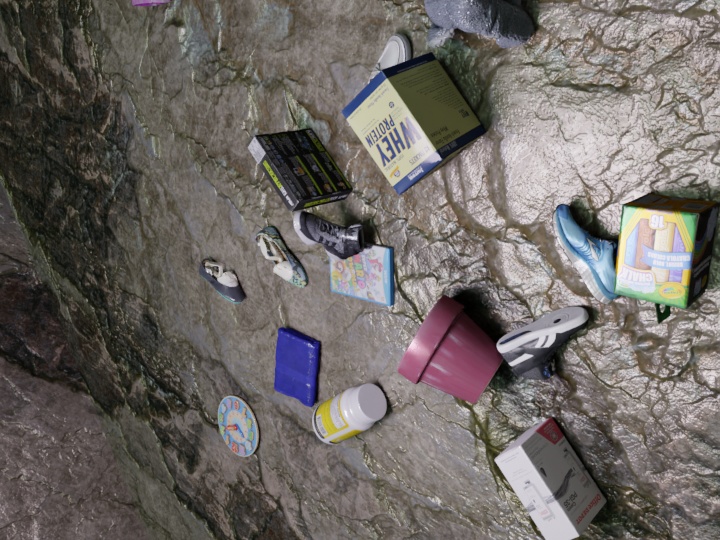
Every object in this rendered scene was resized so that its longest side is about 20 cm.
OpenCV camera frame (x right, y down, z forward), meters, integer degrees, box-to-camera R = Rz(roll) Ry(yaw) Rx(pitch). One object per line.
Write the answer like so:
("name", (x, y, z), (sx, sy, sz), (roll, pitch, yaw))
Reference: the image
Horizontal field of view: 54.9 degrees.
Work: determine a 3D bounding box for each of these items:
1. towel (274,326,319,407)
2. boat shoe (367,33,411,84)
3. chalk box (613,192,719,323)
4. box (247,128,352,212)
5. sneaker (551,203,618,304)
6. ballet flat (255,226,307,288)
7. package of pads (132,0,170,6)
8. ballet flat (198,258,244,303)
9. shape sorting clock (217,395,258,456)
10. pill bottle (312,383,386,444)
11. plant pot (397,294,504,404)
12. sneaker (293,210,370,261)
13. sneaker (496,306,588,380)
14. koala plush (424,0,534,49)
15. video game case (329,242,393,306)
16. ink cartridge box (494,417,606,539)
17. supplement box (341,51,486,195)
("towel", (-0.175, 0.268, 1.947), (0.146, 0.049, 0.203), (19, 116, 30))
("boat shoe", (0.049, -0.411, 1.502), (0.072, 0.065, 0.202), (41, 128, 25))
("chalk box", (0.509, -0.015, 1.164), (0.123, 0.124, 0.203), (15, 112, 38))
("box", (-0.141, -0.243, 1.645), (0.048, 0.192, 0.201), (-45, 74, 38))
("sneaker", (0.430, -0.043, 1.281), (0.090, 0.078, 0.201), (-36, 81, 24))
("ballet flat", (-0.221, -0.028, 1.875), (0.201, 0.074, 0.074), (53, 132, 16))
("package of pads", (-0.598, -0.853, 1.952), (0.120, 0.075, 0.203), (13, 112, 41))
("ballet flat", (-0.416, 0.023, 2.073), (0.199, 0.073, 0.074), (34, 124, 33))
("shape sorting clock", (-0.396, 0.501, 2.228), (0.198, 0.039, 0.203), (15, 114, 39))
("pill bottle", (-0.028, 0.369, 1.792), (0.199, 0.114, 0.115), (-36, 79, 43))
("plant pot", (0.202, 0.182, 1.480), (0.178, 0.200, 0.201), (33, 125, 12))
("sneaker", (-0.060, -0.090, 1.618), (0.113, 0.199, 0.076), (-11, 59, 36))
("sneaker", (0.383, 0.152, 1.384), (0.199, 0.073, 0.112), (-27, 104, 35))
("koala plush", (0.192, -0.502, 1.283), (0.199, 0.182, 0.180), (17, 115, 51))
("video game case", (0.000, 0.000, 1.713), (0.198, 0.018, 0.145), (12, 111, 40))
("ink cartridge box", (0.387, 0.425, 1.403), (0.083, 0.146, 0.201), (-44, 74, 42))
("supplement box", (0.109, -0.294, 1.374), (0.134, 0.200, 0.201), (-35, 91, 43))
